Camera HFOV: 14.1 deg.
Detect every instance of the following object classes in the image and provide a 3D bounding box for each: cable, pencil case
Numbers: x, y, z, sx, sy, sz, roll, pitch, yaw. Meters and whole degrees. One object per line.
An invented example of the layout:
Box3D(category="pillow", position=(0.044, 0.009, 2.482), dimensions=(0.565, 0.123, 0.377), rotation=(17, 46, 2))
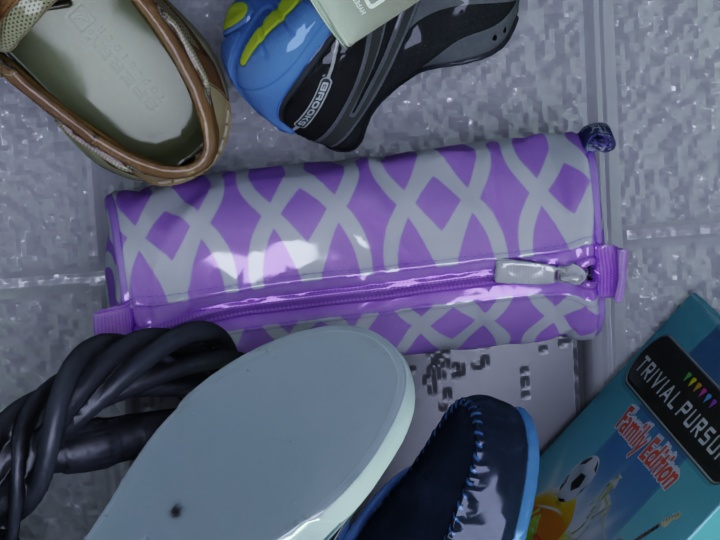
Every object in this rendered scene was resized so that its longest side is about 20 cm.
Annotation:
Box3D(category="cable", position=(-0.097, 0.112, 1.032), dimensions=(0.200, 0.051, 0.163), rotation=(-46, 139, 1))
Box3D(category="pencil case", position=(0.000, 0.000, 1.082), dimensions=(0.198, 0.086, 0.084), rotation=(-8, 119, -3))

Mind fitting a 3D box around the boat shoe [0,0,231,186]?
Box3D(category="boat shoe", position=(-0.118, -0.106, 1.021), dimensions=(0.200, 0.074, 0.076), rotation=(41, 93, -17))

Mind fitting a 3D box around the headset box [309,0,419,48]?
Box3D(category="headset box", position=(0.022, -0.178, 1.008), dimensions=(0.199, 0.149, 0.075), rotation=(-32, 131, 2))

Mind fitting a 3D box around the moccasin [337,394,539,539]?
Box3D(category="moccasin", position=(-0.001, 0.132, 1.034), dimensions=(0.068, 0.081, 0.201), rotation=(21, 103, -16))

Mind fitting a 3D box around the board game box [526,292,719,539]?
Box3D(category="board game box", position=(0.090, 0.113, 1.079), dimensions=(0.047, 0.151, 0.200), rotation=(41, 95, -17))

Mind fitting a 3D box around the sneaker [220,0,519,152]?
Box3D(category="sneaker", position=(0.035, -0.126, 1.077), dimensions=(0.200, 0.071, 0.083), rotation=(-46, 129, -1))

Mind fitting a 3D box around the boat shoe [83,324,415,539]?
Box3D(category="boat shoe", position=(-0.051, 0.109, 0.999), dimensions=(0.200, 0.091, 0.071), rotation=(-45, 58, -7))
